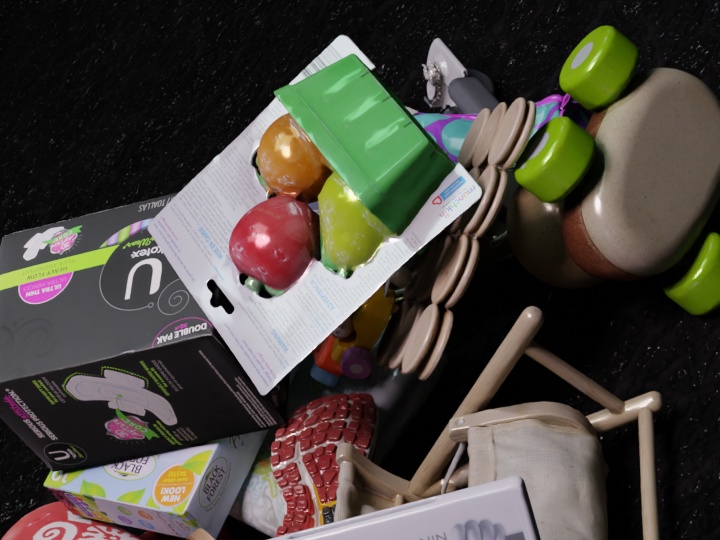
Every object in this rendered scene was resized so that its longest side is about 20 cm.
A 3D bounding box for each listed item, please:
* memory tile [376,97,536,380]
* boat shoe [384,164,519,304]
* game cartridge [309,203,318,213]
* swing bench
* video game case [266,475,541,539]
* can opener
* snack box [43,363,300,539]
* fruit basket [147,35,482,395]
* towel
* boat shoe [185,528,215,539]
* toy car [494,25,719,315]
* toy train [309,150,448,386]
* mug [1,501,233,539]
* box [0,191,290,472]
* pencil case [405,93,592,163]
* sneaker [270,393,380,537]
[{"bbox_3d":[0.065,-0.022,1.374,0.153,0.017,0.200,175,118,-80],"label":"memory tile"},{"bbox_3d":[0.069,-0.028,1.537,0.202,0.072,0.060,-32,-7,36],"label":"boat shoe"},{"bbox_3d":[-0.002,-0.050,1.775,0.200,0.041,0.133,1,50,56],"label":"game cartridge"},{"bbox_3d":[0.081,0.167,1.262,0.200,0.130,0.199,-40,27,33],"label":"swing bench"},{"bbox_3d":[0.029,0.231,1.121,0.182,0.200,0.023,-15,8,7],"label":"video game case"},{"bbox_3d":[0.101,-0.139,1.716,0.200,0.066,0.053,-118,30,-56],"label":"can opener"},{"bbox_3d":[-0.136,0.103,1.553,0.142,0.053,0.200,5,57,35],"label":"snack box"},{"bbox_3d":[-0.033,-0.039,1.376,0.200,0.094,0.185,-47,52,11],"label":"fruit basket"},{"bbox_3d":[-0.045,0.107,1.562,0.171,0.048,0.200,19,66,44],"label":"towel"},{"bbox_3d":[-0.079,0.258,1.367,0.070,0.070,0.200,-34,47,-23],"label":"boat shoe"},{"bbox_3d":[0.161,-0.049,1.420,0.200,0.164,0.158,-27,31,58],"label":"toy car"},{"bbox_3d":[0.000,0.000,1.467,0.150,0.056,0.200,-98,33,-73],"label":"toy train"},{"bbox_3d":[-0.174,0.244,1.529,0.178,0.133,0.200,-56,31,-13],"label":"mug"},{"bbox_3d":[-0.163,0.043,1.493,0.200,0.124,0.149,-13,48,20],"label":"box"},{"bbox_3d":[0.087,-0.093,1.591,0.200,0.093,0.085,1,14,31],"label":"pencil case"},{"bbox_3d":[-0.022,0.173,1.438,0.078,0.082,0.200,-5,49,19],"label":"sneaker"}]
